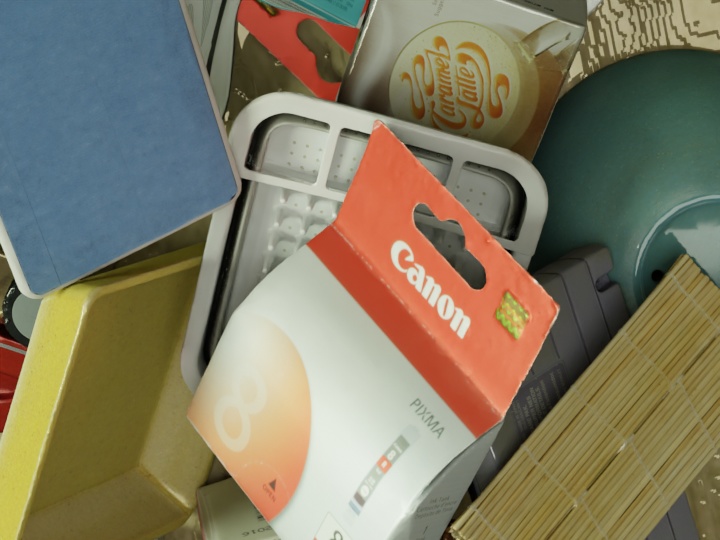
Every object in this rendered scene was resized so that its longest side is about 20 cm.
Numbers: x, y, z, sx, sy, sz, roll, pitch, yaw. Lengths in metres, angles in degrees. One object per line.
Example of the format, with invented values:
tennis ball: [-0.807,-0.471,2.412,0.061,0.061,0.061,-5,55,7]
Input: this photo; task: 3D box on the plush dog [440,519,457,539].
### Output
plush dog: [0.022,0.221,1.147,0.199,0.161,0.173,-21,79,-9]

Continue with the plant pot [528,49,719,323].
plant pot: [0.188,-0.014,1.215,0.199,0.135,0.201,-1,105,-2]

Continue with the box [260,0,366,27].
box: [-0.009,-0.237,1.150,0.049,0.082,0.201,21,91,-47]

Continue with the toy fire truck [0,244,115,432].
toy fire truck: [-0.252,0.058,1.236,0.175,0.129,0.201,19,115,-7]

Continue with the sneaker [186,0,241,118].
sneaker: [-0.115,-0.160,1.168,0.075,0.115,0.202,15,108,29]

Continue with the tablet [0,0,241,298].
tablet: [-0.138,-0.090,1.060,0.130,0.014,0.201,-27,128,-15]

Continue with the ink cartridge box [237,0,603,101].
ink cartridge box: [0.041,-0.171,1.213,0.160,0.047,0.200,43,97,-12]

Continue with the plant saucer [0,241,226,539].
plant saucer: [-0.136,0.072,1.206,0.048,0.200,0.201,27,112,22]

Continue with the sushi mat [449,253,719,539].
sushi mat: [0.135,0.091,1.114,0.200,0.012,0.096,-47,113,-20]

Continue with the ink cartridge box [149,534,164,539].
ink cartridge box: [-0.219,0.204,1.253,0.199,0.146,0.085,4,105,-3]

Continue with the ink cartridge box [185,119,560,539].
ink cartridge box: [0.000,0.051,1.091,0.050,0.162,0.201,-6,132,-40]

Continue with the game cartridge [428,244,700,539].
game cartridge: [0.111,0.103,1.141,0.129,0.038,0.201,-27,104,-34]

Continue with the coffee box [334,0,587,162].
coffee box: [0.038,-0.079,1.197,0.114,0.080,0.201,19,118,-5]

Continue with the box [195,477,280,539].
box: [-0.018,0.222,1.269,0.108,0.128,0.201,-16,104,-5]

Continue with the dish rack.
dish rack: [0.000,0.000,1.172,0.171,0.044,0.201,14,118,-2]
